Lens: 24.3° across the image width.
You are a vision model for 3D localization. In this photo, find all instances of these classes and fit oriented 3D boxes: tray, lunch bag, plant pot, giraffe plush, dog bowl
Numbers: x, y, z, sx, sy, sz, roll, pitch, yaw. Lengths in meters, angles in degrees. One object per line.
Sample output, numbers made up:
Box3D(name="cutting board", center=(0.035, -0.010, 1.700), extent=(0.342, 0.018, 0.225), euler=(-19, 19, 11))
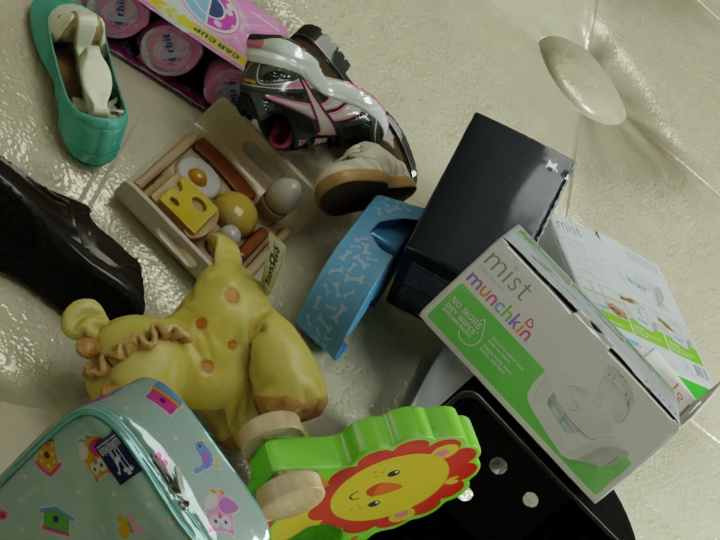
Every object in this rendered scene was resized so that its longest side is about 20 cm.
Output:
Box3D(name="tray", center=(0.102, 0.129, 1.590), extent=(0.107, 0.022, 0.200), euler=(43, 34, -6))
Box3D(name="lunch bag", center=(-0.159, 0.175, 1.090), extent=(0.161, 0.200, 0.077), euler=(56, 36, 8))
Box3D(name="plant pot", center=(0.101, 0.195, 1.386), extent=(0.200, 0.199, 0.177), euler=(45, 21, -4))
Box3D(name="giraffe plush", center=(-0.135, 0.077, 1.270), extent=(0.162, 0.200, 0.172), euler=(-21, 39, -30))
Box3D(name="dog bowl", center=(0.000, 0.000, 1.532), extent=(0.049, 0.112, 0.200), euler=(29, 34, 4))

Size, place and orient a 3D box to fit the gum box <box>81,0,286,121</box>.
Box3D(name="gum box", center=(-0.172, -0.237, 1.606), extent=(0.200, 0.066, 0.114), euler=(33, 36, -23))

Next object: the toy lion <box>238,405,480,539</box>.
Box3D(name="toy lion", center=(-0.013, 0.165, 1.238), extent=(0.191, 0.200, 0.069), euler=(1, 53, -31))

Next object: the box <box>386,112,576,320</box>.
Box3D(name="box", center=(0.108, -0.033, 1.546), extent=(0.104, 0.200, 0.148), euler=(27, 73, 4))

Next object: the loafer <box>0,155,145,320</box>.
Box3D(name="loafer", center=(-0.251, -0.030, 1.318), extent=(0.200, 0.073, 0.071), euler=(44, 27, -21))

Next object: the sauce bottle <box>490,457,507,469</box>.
Box3D(name="sauce bottle", center=(0.148, 0.093, 1.563), extent=(0.066, 0.066, 0.200), euler=(34, 57, -20))

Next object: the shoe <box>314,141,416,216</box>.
Box3D(name="shoe", center=(-0.003, -0.089, 1.590), extent=(0.053, 0.070, 0.200), euler=(63, 16, 9))

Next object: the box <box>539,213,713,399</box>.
Box3D(name="box", center=(0.249, 0.055, 1.729), extent=(0.200, 0.097, 0.177), euler=(21, 38, -41))

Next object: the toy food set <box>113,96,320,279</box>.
Box3D(name="toy food set", center=(-0.120, -0.066, 1.500), extent=(0.144, 0.060, 0.200), euler=(46, 33, -5))

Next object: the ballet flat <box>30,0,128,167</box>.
Box3D(name="ballet flat", center=(-0.242, -0.185, 1.469), extent=(0.067, 0.070, 0.200), euler=(2, 53, -31))

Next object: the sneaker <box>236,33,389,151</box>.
Box3D(name="sneaker", center=(-0.055, -0.148, 1.573), extent=(0.200, 0.080, 0.087), euler=(29, 80, -48))

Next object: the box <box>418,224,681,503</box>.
Box3D(name="box", center=(0.157, 0.067, 1.337), extent=(0.200, 0.097, 0.176), euler=(47, 11, 2))

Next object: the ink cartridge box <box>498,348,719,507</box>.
Box3D(name="ink cartridge box", center=(0.236, 0.145, 1.563), extent=(0.068, 0.200, 0.116), euler=(51, 34, 5))

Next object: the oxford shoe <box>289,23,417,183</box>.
Box3D(name="oxford shoe", center=(-0.022, -0.147, 1.701), extent=(0.200, 0.073, 0.084), euler=(48, 58, -5))
